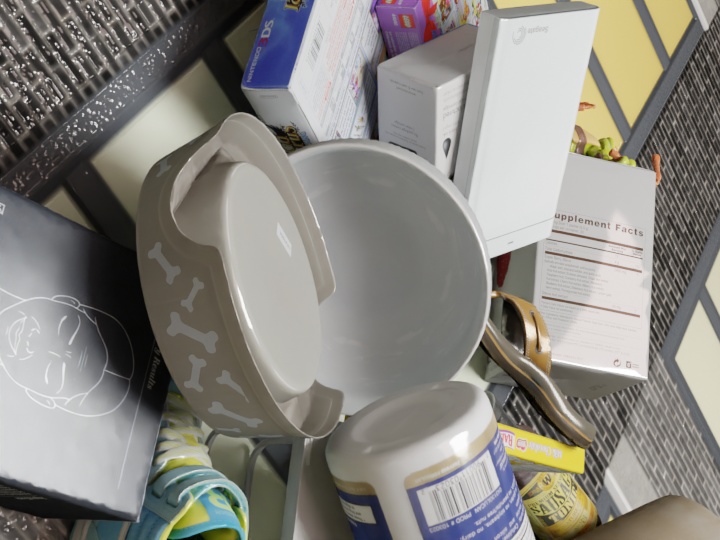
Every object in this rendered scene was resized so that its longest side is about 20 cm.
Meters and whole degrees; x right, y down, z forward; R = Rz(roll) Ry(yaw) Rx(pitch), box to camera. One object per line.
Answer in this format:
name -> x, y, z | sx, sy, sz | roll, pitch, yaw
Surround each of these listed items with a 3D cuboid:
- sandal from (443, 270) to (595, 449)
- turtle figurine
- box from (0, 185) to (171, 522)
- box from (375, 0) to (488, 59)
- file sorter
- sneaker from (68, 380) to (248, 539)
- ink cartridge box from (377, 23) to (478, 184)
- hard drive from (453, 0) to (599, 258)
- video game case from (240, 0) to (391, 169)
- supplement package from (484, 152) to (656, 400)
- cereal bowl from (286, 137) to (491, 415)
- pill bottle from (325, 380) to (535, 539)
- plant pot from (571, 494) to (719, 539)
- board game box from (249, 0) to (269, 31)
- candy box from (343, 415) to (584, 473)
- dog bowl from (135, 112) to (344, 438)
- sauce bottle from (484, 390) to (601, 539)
sandal -> 0.132, 0.060, 0.853 | 0.055, 0.082, 0.200 | -42, 100, 0
turtle figurine -> 0.204, -0.137, 1.087 | 0.159, 0.065, 0.201 | 14, 27, -28
box -> -0.213, 0.044, 0.599 | 0.199, 0.106, 0.151 | 30, 61, -39
box -> 0.076, -0.195, 0.950 | 0.138, 0.039, 0.201 | -63, 149, -34
file sorter -> -0.015, 0.192, 0.773 | 0.199, 0.123, 0.141 | 21, 69, -43
sneaker -> -0.111, 0.121, 0.678 | 0.079, 0.129, 0.203 | 26, 64, -39
ink cartridge box -> 0.076, -0.088, 0.893 | 0.115, 0.067, 0.202 | -31, 134, -35
hard drive -> 0.129, -0.111, 0.861 | 0.131, 0.027, 0.203 | -18, 125, -42
video game case -> -0.019, -0.168, 0.841 | 0.182, 0.045, 0.202 | 58, 41, -55
supplement package -> 0.198, 0.007, 1.011 | 0.118, 0.121, 0.203 | 11, 72, -10
cereal bowl -> 0.000, 0.000, 0.783 | 0.083, 0.197, 0.203 | -53, 125, -73
pill bottle -> 0.059, 0.184, 0.683 | 0.111, 0.110, 0.203 | -31, 107, -45
plant pot -> 0.259, 0.303, 0.960 | 0.172, 0.199, 0.202 | -32, 108, -23
board game box -> -0.054, -0.255, 0.860 | 0.200, 0.038, 0.161 | -39, 129, -64
candy box -> 0.087, 0.137, 0.848 | 0.199, 0.101, 0.027 | 23, 71, -46
dog bowl -> -0.070, 0.009, 0.650 | 0.200, 0.058, 0.203 | -15, 90, -76
sauce bottle -> 0.159, 0.193, 1.005 | 0.200, 0.065, 0.066 | 49, 51, -29
